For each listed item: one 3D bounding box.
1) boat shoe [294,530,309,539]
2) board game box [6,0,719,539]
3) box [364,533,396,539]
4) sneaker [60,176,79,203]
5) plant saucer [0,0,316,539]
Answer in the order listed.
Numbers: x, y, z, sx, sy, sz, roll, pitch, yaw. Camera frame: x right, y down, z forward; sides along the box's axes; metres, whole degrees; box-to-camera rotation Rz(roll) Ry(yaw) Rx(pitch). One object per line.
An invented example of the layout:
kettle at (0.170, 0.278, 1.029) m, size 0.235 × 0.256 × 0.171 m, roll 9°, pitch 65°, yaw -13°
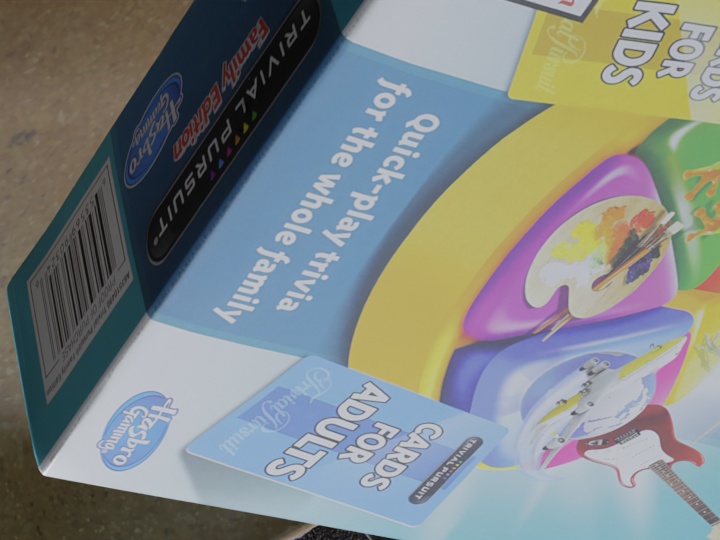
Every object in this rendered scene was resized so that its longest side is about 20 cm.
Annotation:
boat shoe at (-0.061, 0.058, 0.751) m, size 0.071 × 0.091 × 0.200 m, roll -53°, pitch 174°, yaw 36°
board game box at (0.061, -0.010, 0.498) m, size 0.199 × 0.047 × 0.151 m, roll 13°, pitch 132°, yaw -29°
box at (0.000, 0.000, 0.802) m, size 0.044 × 0.160 × 0.200 m, roll -44°, pitch 169°, yaw 13°
sneaker at (-0.023, -0.042, 0.611) m, size 0.199 × 0.080 × 0.131 m, roll -13°, pitch 179°, yaw 0°
plant saucer at (-0.030, -0.019, 0.544) m, size 0.200 × 0.035 × 0.201 m, roll -24°, pitch 141°, yaw -21°
